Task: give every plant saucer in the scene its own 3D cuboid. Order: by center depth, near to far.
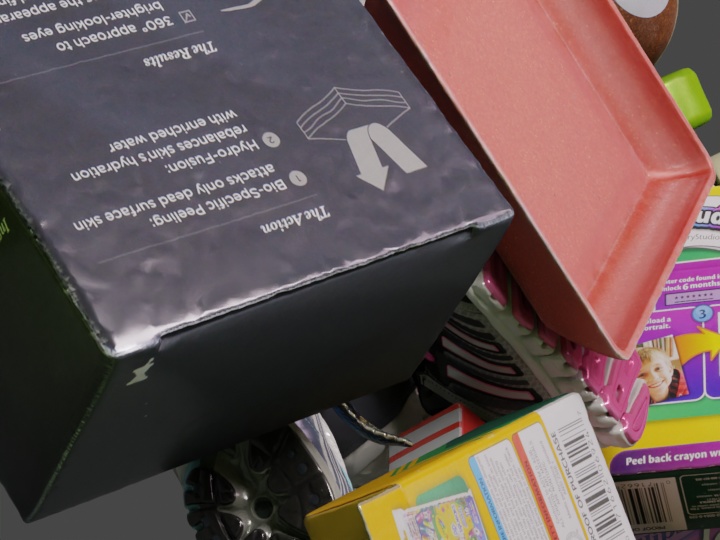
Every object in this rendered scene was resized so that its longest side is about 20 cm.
[{"bbox_3d":[0.077,-0.077,1.344,0.201,0.037,0.200,56,30,-13],"label":"plant saucer"}]

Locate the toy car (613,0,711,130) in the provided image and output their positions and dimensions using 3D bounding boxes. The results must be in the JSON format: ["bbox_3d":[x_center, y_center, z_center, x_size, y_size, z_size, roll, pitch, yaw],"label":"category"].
[{"bbox_3d":[0.075,-0.120,1.480,0.165,0.157,0.200,66,13,1],"label":"toy car"}]

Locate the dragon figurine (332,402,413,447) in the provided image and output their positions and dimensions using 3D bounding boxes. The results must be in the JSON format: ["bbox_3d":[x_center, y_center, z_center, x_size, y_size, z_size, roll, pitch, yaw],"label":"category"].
[{"bbox_3d":[-0.029,-0.020,1.296,0.100,0.058,0.201,110,-36,-70],"label":"dragon figurine"}]

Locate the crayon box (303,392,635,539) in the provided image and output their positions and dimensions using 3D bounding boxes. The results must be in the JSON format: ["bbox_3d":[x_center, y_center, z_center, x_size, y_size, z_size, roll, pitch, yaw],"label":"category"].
[{"bbox_3d":[0.050,0.135,1.216,0.200,0.051,0.127,-20,88,-60],"label":"crayon box"}]

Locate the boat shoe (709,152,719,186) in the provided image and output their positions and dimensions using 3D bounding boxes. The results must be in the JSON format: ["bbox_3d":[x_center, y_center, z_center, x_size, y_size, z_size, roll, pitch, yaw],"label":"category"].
[{"bbox_3d":[0.255,0.017,1.590,0.075,0.068,0.201,113,-48,-86],"label":"boat shoe"}]

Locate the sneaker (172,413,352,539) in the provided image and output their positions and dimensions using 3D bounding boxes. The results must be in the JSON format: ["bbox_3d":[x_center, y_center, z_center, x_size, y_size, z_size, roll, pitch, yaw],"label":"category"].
[{"bbox_3d":[-0.061,0.055,1.268,0.201,0.077,0.086,64,11,19],"label":"sneaker"}]

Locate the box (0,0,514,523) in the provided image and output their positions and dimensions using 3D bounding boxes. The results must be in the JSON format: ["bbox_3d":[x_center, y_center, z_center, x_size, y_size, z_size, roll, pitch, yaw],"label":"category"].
[{"bbox_3d":[-0.084,-0.038,1.151,0.196,0.118,0.200,-19,63,-37],"label":"box"}]

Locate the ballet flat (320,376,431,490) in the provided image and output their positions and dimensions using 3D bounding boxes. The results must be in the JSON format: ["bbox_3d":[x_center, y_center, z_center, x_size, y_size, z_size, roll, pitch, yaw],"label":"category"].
[{"bbox_3d":[0.007,0.069,1.415,0.073,0.073,0.200,50,12,3],"label":"ballet flat"}]

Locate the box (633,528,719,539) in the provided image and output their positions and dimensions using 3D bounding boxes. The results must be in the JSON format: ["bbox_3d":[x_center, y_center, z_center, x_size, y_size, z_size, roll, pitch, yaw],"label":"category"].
[{"bbox_3d":[0.148,0.073,1.559,0.201,0.175,0.097,61,-4,41],"label":"box"}]

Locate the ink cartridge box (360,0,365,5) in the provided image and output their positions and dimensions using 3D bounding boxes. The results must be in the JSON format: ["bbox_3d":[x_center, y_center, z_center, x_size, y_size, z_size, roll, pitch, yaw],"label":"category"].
[{"bbox_3d":[-0.077,-0.119,1.381,0.116,0.199,0.067,51,-30,23],"label":"ink cartridge box"}]

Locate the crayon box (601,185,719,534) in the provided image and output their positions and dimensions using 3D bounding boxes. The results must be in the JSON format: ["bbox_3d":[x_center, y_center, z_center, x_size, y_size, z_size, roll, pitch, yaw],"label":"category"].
[{"bbox_3d":[0.194,0.038,1.468,0.058,0.198,0.173,70,19,-49],"label":"crayon box"}]

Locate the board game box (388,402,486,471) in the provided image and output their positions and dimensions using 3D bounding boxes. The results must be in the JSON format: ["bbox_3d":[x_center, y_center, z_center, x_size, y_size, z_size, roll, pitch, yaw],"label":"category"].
[{"bbox_3d":[0.090,0.176,1.351,0.200,0.046,0.152,39,36,-33],"label":"board game box"}]

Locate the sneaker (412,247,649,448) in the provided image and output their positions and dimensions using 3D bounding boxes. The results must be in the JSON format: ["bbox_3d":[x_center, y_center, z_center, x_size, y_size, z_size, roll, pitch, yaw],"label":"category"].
[{"bbox_3d":[0.048,0.022,1.349,0.200,0.087,0.074,47,34,-34],"label":"sneaker"}]
